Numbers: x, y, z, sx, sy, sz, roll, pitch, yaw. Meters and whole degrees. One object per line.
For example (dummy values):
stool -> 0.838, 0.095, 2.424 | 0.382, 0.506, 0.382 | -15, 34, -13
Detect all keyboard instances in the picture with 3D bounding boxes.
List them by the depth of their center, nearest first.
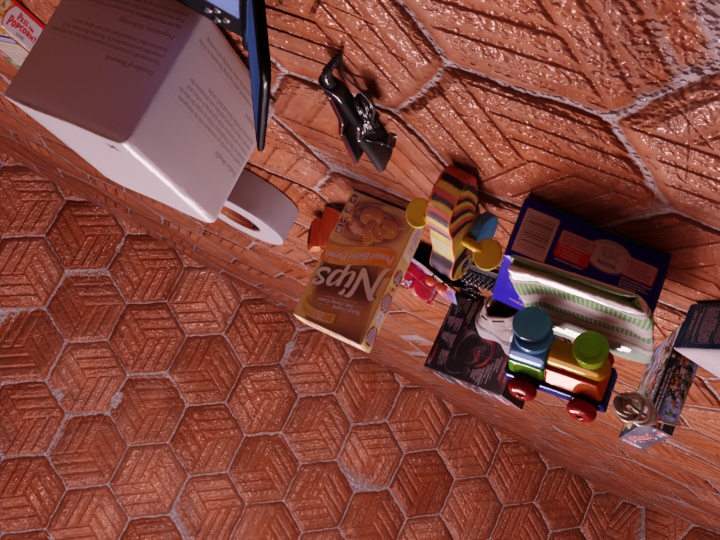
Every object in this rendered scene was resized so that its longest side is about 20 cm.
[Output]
keyboard -> 0.156, 0.014, 1.221 | 0.197, 0.040, 0.104 | 23, 167, 29

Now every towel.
towel -> 0.238, 0.048, 0.831 | 0.150, 0.024, 0.200 | 19, 165, 26

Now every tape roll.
tape roll -> -0.213, -0.124, 1.411 | 0.197, 0.067, 0.201 | 26, 168, 6

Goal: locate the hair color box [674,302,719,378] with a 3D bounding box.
hair color box -> 0.434, 0.080, 0.801 | 0.099, 0.061, 0.200 | 30, 169, -13

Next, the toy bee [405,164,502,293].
toy bee -> 0.117, -0.029, 0.920 | 0.130, 0.109, 0.200 | 27, 167, 50

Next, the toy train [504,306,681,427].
toy train -> 0.254, 0.107, 0.839 | 0.197, 0.086, 0.116 | 18, 154, 23

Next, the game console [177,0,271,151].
game console -> -0.134, -0.218, 0.675 | 0.174, 0.118, 0.200 | 28, 168, -4

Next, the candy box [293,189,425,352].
candy box -> 0.000, 0.000, 1.110 | 0.114, 0.203, 0.055 | 21, 169, 22

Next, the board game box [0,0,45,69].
board game box -> -0.516, -0.348, 1.180 | 0.149, 0.047, 0.200 | 20, 167, 32

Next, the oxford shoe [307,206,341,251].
oxford shoe -> -0.035, -0.063, 1.303 | 0.071, 0.073, 0.200 | 9, 178, -16

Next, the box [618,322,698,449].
box -> 0.402, 0.161, 1.039 | 0.037, 0.139, 0.200 | 23, 168, 16

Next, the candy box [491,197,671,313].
candy box -> 0.245, 0.011, 0.900 | 0.166, 0.078, 0.200 | 24, 167, 11

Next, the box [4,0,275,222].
box -> -0.245, -0.194, 0.897 | 0.197, 0.174, 0.199 | 22, 168, 25

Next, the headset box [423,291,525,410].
headset box -> 0.223, 0.134, 1.312 | 0.198, 0.151, 0.075 | 14, 165, 48

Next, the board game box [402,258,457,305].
board game box -> 0.085, 0.016, 1.295 | 0.157, 0.039, 0.200 | 36, 175, 15

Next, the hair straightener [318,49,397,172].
hair straightener -> 0.009, -0.162, 0.817 | 0.076, 0.041, 0.201 | 23, 163, 20

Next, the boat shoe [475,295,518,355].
boat shoe -> 0.211, 0.067, 1.149 | 0.200, 0.069, 0.071 | -109, 3, -80

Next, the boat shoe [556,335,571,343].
boat shoe -> 0.277, 0.070, 1.140 | 0.202, 0.062, 0.075 | 61, -172, -50
